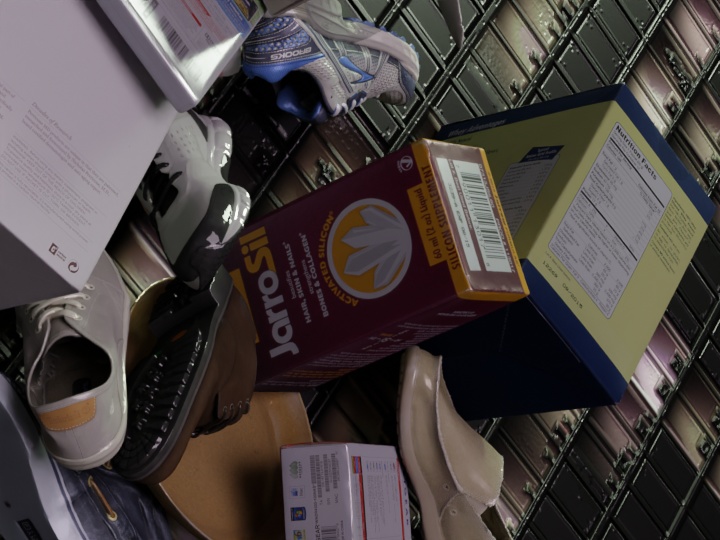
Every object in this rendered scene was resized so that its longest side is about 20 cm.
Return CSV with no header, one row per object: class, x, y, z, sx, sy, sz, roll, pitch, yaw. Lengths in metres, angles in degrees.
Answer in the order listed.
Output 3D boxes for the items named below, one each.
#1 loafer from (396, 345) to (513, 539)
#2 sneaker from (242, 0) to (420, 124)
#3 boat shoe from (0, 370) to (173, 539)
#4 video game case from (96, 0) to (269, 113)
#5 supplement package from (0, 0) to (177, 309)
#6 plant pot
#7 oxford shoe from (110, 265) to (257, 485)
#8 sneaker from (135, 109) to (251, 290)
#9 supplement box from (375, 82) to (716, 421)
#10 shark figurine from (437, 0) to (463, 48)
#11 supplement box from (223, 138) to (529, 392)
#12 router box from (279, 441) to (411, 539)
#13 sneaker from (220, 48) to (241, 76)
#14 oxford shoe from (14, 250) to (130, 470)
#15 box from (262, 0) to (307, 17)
loafer,0.070,0.141,1.642,0.076,0.068,0.201,-84,163,-59
sneaker,-0.028,-0.144,1.624,0.200,0.077,0.086,22,77,-54
boat shoe,-0.193,0.134,1.438,0.091,0.071,0.201,-43,115,-48
video game case,-0.113,-0.207,1.415,0.144,0.018,0.200,54,35,-19
supplement package,-0.235,-0.112,1.379,0.191,0.147,0.201,44,56,-30
plant pot,-0.102,0.102,1.515,0.200,0.027,0.201,37,40,-38
oxford shoe,-0.103,0.077,1.435,0.085,0.072,0.200,54,32,-22
sneaker,-0.126,-0.056,1.481,0.080,0.200,0.074,30,107,-25
supplement box,0.122,-0.010,1.661,0.134,0.199,0.200,50,54,-26
shark figurine,-0.029,-0.225,1.635,0.213,0.128,0.090,11,112,-25
supplement box,0.000,0.000,1.524,0.085,0.199,0.111,4,65,-58
router box,-0.004,0.222,1.545,0.179,0.049,0.201,24,61,-75
sneaker,-0.151,-0.214,1.539,0.104,0.075,0.201,-20,125,-7
oxford shoe,-0.184,0.035,1.404,0.058,0.075,0.201,69,5,-45
box,-0.001,-0.250,1.495,0.200,0.078,0.095,-33,97,-51
